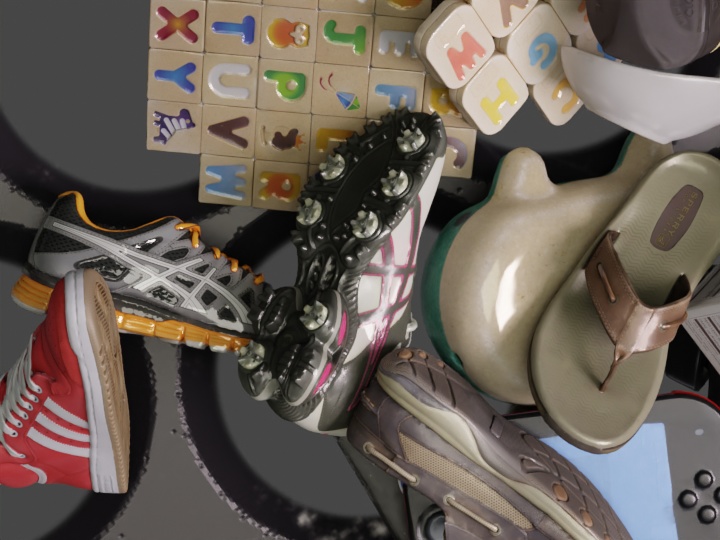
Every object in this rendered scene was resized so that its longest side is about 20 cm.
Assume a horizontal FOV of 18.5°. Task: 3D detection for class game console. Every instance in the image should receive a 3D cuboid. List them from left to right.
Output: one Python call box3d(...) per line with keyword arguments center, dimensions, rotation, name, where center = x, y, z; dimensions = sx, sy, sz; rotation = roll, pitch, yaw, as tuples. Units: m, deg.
box3d(center=(0.130, 0.167, 1.313), dimensions=(0.198, 0.031, 0.178), rotation=(-7, 94, 2), name="game console")

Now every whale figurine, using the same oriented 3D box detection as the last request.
box3d(center=(0.120, -0.007, 1.345), dimensions=(0.200, 0.104, 0.160), rotation=(-42, 112, -23), name="whale figurine")

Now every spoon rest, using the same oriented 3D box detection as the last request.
box3d(center=(0.202, -0.090, 1.262), dimensions=(0.199, 0.099, 0.061), rotation=(31, 101, 29), name="spoon rest")

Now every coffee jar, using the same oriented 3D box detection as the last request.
box3d(center=(0.209, -0.196, 1.268), dimensions=(0.200, 0.085, 0.105), rotation=(-37, 133, -37), name="coffee jar")

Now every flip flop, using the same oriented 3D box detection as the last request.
box3d(center=(0.161, 0.011, 1.260), dimensions=(0.081, 0.058, 0.201), rotation=(32, 71, 3), name="flip flop")

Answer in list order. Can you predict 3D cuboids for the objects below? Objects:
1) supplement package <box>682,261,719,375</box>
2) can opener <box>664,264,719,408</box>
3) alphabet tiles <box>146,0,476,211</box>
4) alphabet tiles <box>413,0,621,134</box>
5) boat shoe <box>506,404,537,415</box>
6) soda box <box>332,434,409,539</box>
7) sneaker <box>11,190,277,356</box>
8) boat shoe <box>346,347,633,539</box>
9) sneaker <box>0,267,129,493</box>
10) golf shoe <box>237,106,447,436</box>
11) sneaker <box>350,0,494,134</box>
box3d(center=(0.318, 0.015, 1.316), dimensions=(0.200, 0.111, 0.156), rotation=(-44, 101, -24), name="supplement package")
box3d(center=(0.232, 0.096, 1.388), dimensions=(0.063, 0.078, 0.202), rotation=(-9, 105, -44), name="can opener")
box3d(center=(-0.028, -0.109, 1.310), dimensions=(0.198, 0.006, 0.167), rotation=(5, 118, 0), name="alphabet tiles")
box3d(center=(0.117, -0.176, 1.286), dimensions=(0.200, 0.015, 0.196), rotation=(-48, 139, -6), name="alphabet tiles")
box3d(center=(0.149, 0.171, 1.373), dimensions=(0.200, 0.072, 0.065), rotation=(48, 126, 2), name="boat shoe")
box3d(center=(0.053, 0.151, 1.365), dimensions=(0.071, 0.063, 0.201), rotation=(-31, 101, -2), name="soda box")
box3d(center=(-0.105, 0.007, 1.323), dimensions=(0.199, 0.078, 0.078), rotation=(13, 86, -10), name="sneaker")
box3d(center=(0.077, 0.130, 1.269), dimensions=(0.200, 0.074, 0.073), rotation=(41, 108, 4), name="boat shoe")
box3d(center=(-0.194, 0.069, 1.278), dimensions=(0.112, 0.201, 0.072), rotation=(1, 54, -1), name="sneaker")
box3d(center=(0.000, 0.000, 1.297), dimensions=(0.088, 0.077, 0.201), rotation=(40, 73, -46), name="golf shoe")
box3d(center=(0.058, -0.161, 1.315), dimensions=(0.070, 0.076, 0.200), rotation=(35, 92, -10), name="sneaker")
